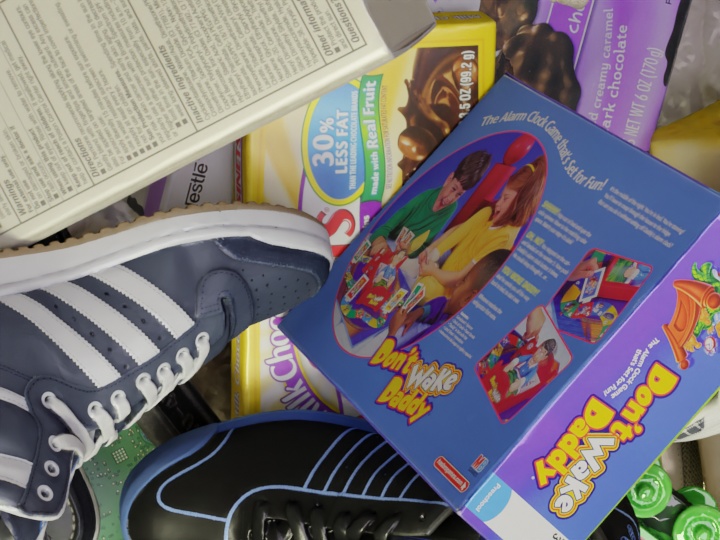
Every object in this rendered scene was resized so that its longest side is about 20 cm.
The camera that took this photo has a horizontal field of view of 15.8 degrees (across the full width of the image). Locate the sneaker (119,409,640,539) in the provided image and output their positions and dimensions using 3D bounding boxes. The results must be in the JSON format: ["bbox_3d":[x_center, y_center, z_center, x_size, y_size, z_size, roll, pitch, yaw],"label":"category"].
[{"bbox_3d":[0.005,0.096,0.968,0.199,0.078,0.071,-2,105,3],"label":"sneaker"}]

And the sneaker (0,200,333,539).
[{"bbox_3d":[-0.092,0.044,0.927,0.199,0.070,0.109,-11,65,-21],"label":"sneaker"}]

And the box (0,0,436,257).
[{"bbox_3d":[-0.084,-0.079,0.941,0.199,0.078,0.095,-24,97,19],"label":"box"}]

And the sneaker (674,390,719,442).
[{"bbox_3d":[0.159,0.000,0.952,0.080,0.077,0.200,-18,152,-42],"label":"sneaker"}]

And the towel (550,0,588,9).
[{"bbox_3d":[0.020,-0.190,0.999,0.199,0.035,0.133,23,53,-12],"label":"towel"}]

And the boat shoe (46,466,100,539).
[{"bbox_3d":[-0.172,0.052,0.994,0.075,0.062,0.200,-41,113,-7],"label":"boat shoe"}]

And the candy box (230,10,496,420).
[{"bbox_3d":[0.000,0.000,1.020,0.102,0.026,0.201,-3,107,-14],"label":"candy box"}]

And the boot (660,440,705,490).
[{"bbox_3d":[0.083,0.114,1.124,0.155,0.073,0.201,4,100,-19],"label":"boot"}]

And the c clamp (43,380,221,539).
[{"bbox_3d":[-0.104,0.105,1.009,0.200,0.027,0.171,49,48,-37],"label":"c clamp"}]

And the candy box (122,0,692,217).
[{"bbox_3d":[0.020,-0.082,1.057,0.199,0.072,0.169,11,100,-20],"label":"candy box"}]

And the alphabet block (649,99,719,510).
[{"bbox_3d":[0.259,0.015,1.064,0.196,0.195,0.201,-26,113,-40],"label":"alphabet block"}]

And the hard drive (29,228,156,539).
[{"bbox_3d":[-0.161,0.054,1.051,0.139,0.038,0.201,-29,109,-9],"label":"hard drive"}]

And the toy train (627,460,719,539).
[{"bbox_3d":[0.108,0.102,1.025,0.200,0.042,0.056,37,97,-6],"label":"toy train"}]

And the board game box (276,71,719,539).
[{"bbox_3d":[0.057,0.013,0.919,0.045,0.200,0.135,42,90,-25],"label":"board game box"}]
